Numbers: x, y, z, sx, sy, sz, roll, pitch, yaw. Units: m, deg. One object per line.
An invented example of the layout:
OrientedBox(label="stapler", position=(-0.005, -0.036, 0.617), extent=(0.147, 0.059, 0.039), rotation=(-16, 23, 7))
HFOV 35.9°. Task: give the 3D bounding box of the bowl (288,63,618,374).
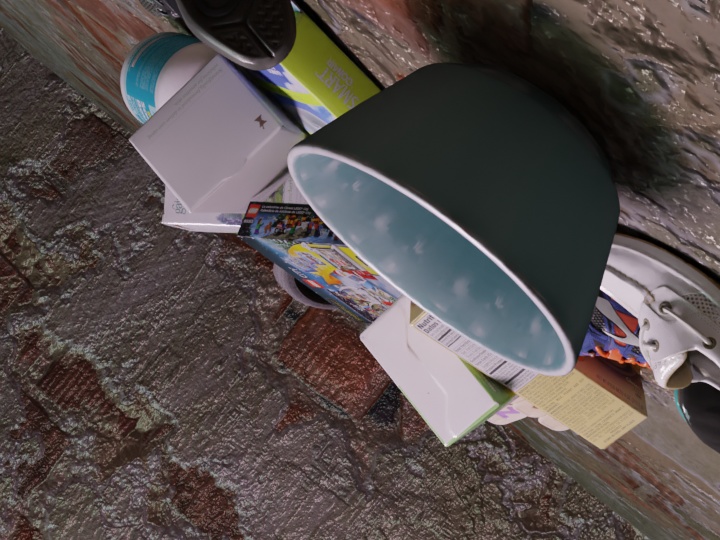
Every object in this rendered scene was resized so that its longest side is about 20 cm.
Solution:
OrientedBox(label="bowl", position=(0.067, -0.042, 0.641), extent=(0.201, 0.105, 0.201), rotation=(36, 168, 9))

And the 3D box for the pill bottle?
OrientedBox(label="pill bottle", position=(-0.174, -0.187, 1.163), extent=(0.111, 0.111, 0.200), rotation=(42, 174, -30))

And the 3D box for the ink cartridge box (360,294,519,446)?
OrientedBox(label="ink cartridge box", position=(0.102, 0.057, 0.944), extent=(0.117, 0.067, 0.200), rotation=(52, -148, 12))

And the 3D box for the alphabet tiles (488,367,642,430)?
OrientedBox(label="alphabet tiles", position=(0.167, 0.109, 1.098), extent=(0.200, 0.015, 0.195), rotation=(30, 141, -31))

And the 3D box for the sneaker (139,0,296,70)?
OrientedBox(label="sneaker", position=(-0.113, -0.208, 0.803), extent=(0.199, 0.076, 0.114), rotation=(41, 177, 15))

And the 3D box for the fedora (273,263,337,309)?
OrientedBox(label="fedora", position=(-0.019, -0.042, 1.274), extent=(0.200, 0.176, 0.090), rotation=(78, 176, -57))

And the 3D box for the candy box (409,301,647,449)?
OrientedBox(label="candy box", position=(0.133, 0.042, 0.879), extent=(0.200, 0.055, 0.116), rotation=(33, -147, -18))

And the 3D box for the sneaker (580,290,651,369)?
OrientedBox(label="sneaker", position=(0.181, 0.040, 0.817), extent=(0.200, 0.078, 0.075), rotation=(39, 175, 3))

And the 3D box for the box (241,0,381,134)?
OrientedBox(label="box", position=(-0.032, -0.147, 0.895), extent=(0.200, 0.048, 0.122), rotation=(42, 174, -32))

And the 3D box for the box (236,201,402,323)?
OrientedBox(label="box", position=(0.000, 0.000, 1.030), extent=(0.136, 0.038, 0.200), rotation=(7, 159, 39))

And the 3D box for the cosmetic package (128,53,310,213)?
OrientedBox(label="cosmetic package", position=(-0.109, -0.112, 0.977), extent=(0.085, 0.108, 0.200), rotation=(49, -174, 4))

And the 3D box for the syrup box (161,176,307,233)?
OrientedBox(label="syrup box", position=(-0.092, -0.078, 1.118), extent=(0.199, 0.079, 0.081), rotation=(3, 177, 12))

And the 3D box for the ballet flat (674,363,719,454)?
OrientedBox(label="ballet flat", position=(0.302, 0.116, 0.764), extent=(0.200, 0.068, 0.068), rotation=(31, 169, -29))

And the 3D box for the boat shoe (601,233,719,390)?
OrientedBox(label="boat shoe", position=(0.208, 0.043, 0.708), extent=(0.200, 0.069, 0.071), rotation=(35, 174, 38))
